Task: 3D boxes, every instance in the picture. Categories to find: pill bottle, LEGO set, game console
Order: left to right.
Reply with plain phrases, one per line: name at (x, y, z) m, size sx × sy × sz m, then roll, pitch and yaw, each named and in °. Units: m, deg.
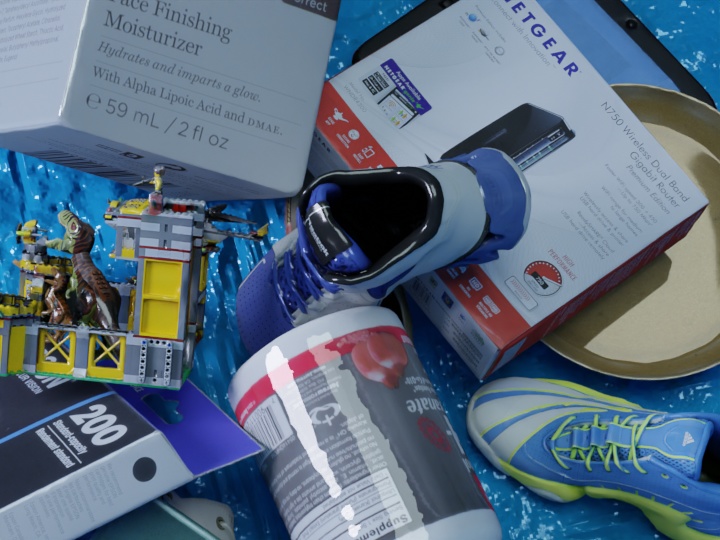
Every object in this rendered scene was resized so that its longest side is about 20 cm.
LEGO set at (-0.148, -0.009, 1.408) m, size 0.153 × 0.200 × 0.117 m, roll 7°, pitch 100°, yaw 11°
pill bottle at (0.012, 0.130, 1.366) m, size 0.110 × 0.111 × 0.201 m, roll -20°, pitch 71°, yaw -17°
game console at (0.119, -0.116, 1.607) m, size 0.176 × 0.031 × 0.200 m, roll -34°, pitch 71°, yaw -22°

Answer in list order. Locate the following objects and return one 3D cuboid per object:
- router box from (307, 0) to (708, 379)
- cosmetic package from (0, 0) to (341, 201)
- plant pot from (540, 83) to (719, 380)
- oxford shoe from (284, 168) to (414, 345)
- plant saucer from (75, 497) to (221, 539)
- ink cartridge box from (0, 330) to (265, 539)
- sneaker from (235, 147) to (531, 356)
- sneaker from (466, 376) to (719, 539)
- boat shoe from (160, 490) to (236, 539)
router box at (0.082, -0.062, 1.497) m, size 0.179 × 0.049 × 0.200 m, roll -34°, pitch 75°, yaw -25°
cosmetic package at (-0.120, -0.158, 1.462) m, size 0.164 × 0.165 × 0.201 m, roll 15°, pitch 83°, yaw -29°
plant pot at (0.174, -0.022, 1.544) m, size 0.198 × 0.028 × 0.201 m, roll 1°, pitch 69°, yaw -4°
oxford shoe at (0.000, 0.000, 1.505) m, size 0.070 × 0.075 × 0.201 m, roll -11°, pitch 65°, yaw -13°
plant saucer at (-0.066, 0.192, 1.356) m, size 0.199 × 0.019 × 0.070 m, roll 36°, pitch 48°, yaw -2°
ink cartridge box at (-0.181, 0.095, 1.386) m, size 0.199 × 0.044 × 0.198 m, roll -24°, pitch 25°, yaw -18°
sneaker at (-0.011, -0.015, 1.387) m, size 0.115 × 0.199 × 0.081 m, roll 2°, pitch 64°, yaw -53°
sneaker at (0.164, 0.100, 1.458) m, size 0.199 × 0.105 × 0.076 m, roll 20°, pitch 62°, yaw 3°
boat shoe at (-0.100, 0.159, 1.412) m, size 0.069 × 0.071 × 0.200 m, roll -35°, pitch 71°, yaw -20°
